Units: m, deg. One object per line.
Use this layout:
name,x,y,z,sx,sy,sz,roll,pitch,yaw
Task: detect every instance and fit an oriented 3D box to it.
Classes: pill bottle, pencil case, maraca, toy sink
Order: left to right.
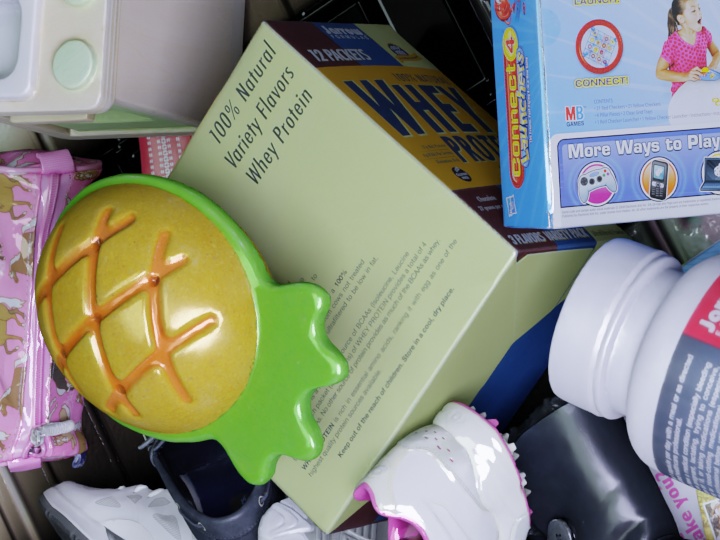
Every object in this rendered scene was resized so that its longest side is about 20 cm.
pencil case,-0.203,0.022,1.760,0.086,0.083,0.201,7,98,30
toy sink,-0.174,-0.139,1.650,0.130,0.200,0.113,0,83,29
maraca,-0.091,0.029,1.496,0.200,0.107,0.138,29,115,28
pill bottle,0.201,0.059,1.433,0.199,0.119,0.120,23,106,25

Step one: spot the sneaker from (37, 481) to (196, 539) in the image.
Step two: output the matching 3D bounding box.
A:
sneaker,-0.106,0.155,1.736,0.200,0.115,0.076,27,154,49

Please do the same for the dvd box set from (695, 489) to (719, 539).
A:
dvd box set,0.244,0.099,1.501,0.146,0.029,0.201,-12,90,31

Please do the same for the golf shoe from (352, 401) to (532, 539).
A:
golf shoe,0.056,0.172,1.520,0.075,0.091,0.201,12,126,62

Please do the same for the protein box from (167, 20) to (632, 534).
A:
protein box,0.000,0.000,1.580,0.200,0.135,0.199,43,114,23

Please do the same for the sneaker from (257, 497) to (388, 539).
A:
sneaker,0.022,0.199,1.614,0.200,0.078,0.099,30,139,-9

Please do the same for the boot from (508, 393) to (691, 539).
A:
boot,0.146,0.135,1.504,0.169,0.076,0.200,64,151,12

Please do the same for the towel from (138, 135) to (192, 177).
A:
towel,-0.046,-0.035,1.699,0.199,0.022,0.145,-4,92,30

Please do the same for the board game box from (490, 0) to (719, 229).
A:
board game box,0.166,-0.126,1.472,0.056,0.199,0.197,-176,82,-66

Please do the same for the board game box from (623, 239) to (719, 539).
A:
board game box,0.207,0.096,1.560,0.134,0.034,0.200,-34,78,28

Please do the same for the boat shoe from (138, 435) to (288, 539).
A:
boat shoe,-0.090,0.099,1.673,0.074,0.062,0.200,-28,43,1
